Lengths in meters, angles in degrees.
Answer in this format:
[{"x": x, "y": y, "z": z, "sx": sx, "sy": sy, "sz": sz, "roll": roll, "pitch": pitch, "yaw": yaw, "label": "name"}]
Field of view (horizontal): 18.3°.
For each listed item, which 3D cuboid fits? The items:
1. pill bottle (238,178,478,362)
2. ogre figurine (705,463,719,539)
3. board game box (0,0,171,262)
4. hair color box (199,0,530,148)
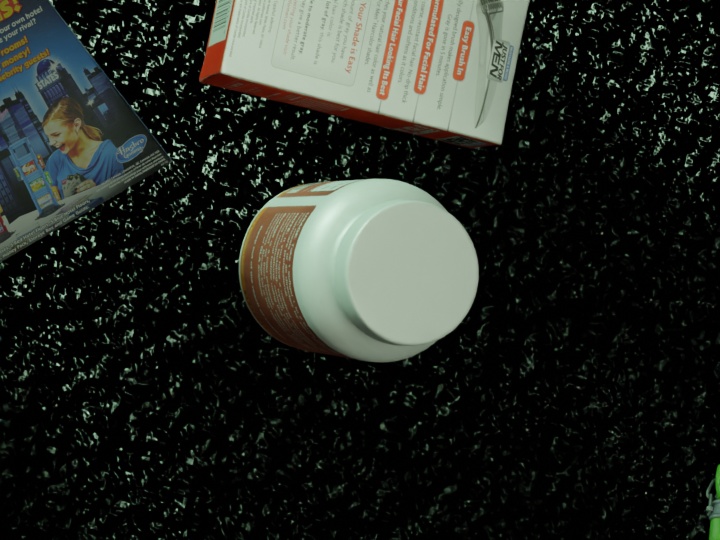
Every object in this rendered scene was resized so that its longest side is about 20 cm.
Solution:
[{"x": 0.000, "y": 0.000, "z": 1.393, "sx": 0.111, "sy": 0.200, "sz": 0.113, "roll": 0, "pitch": 92, "yaw": -18, "label": "pill bottle"}, {"x": 0.309, "y": 0.233, "z": 1.560, "sx": 0.200, "sy": 0.098, "sz": 0.120, "roll": 48, "pitch": 65, "yaw": -25, "label": "ogre figurine"}, {"x": -0.242, "y": -0.108, "z": 1.348, "sx": 0.199, "sy": 0.062, "sz": 0.201, "roll": -31, "pitch": 119, "yaw": -17, "label": "board game box"}, {"x": 0.004, "y": -0.156, "z": 1.464, "sx": 0.198, "sy": 0.064, "sz": 0.112, "roll": 13, "pitch": 86, "yaw": -17, "label": "hair color box"}]
